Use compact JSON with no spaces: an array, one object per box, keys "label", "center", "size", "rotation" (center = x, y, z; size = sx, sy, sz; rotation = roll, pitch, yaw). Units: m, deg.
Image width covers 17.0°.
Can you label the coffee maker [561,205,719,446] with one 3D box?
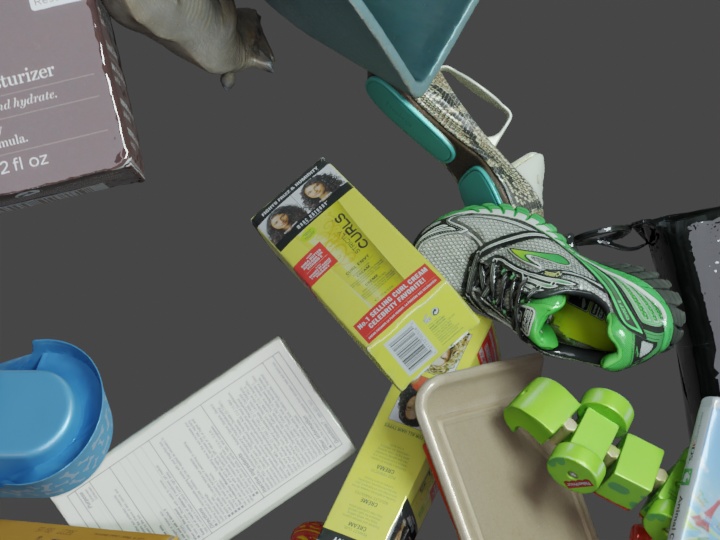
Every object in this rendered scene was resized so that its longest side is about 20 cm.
[{"label":"coffee maker","center":[0.264,0.053,1.720],"size":[0.192,0.135,0.200],"rotation":[-11,88,23]}]

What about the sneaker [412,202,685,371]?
[{"label":"sneaker","center":[0.120,0.011,1.662],"size":[0.200,0.085,0.078],"rotation":[20,115,27]}]

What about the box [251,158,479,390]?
[{"label":"box","center":[0.000,0.000,1.668],"size":[0.075,0.200,0.050],"rotation":[-40,129,-1]}]

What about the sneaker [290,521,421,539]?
[{"label":"sneaker","center":[0.043,0.227,1.736],"size":[0.200,0.077,0.073],"rotation":[20,123,12]}]

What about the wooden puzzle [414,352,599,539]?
[{"label":"wooden puzzle","center":[0.105,0.164,1.680],"size":[0.037,0.185,0.200],"rotation":[-18,85,30]}]

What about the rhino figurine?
[{"label":"rhino figurine","center":[-0.118,-0.183,1.687],"size":[0.060,0.200,0.087],"rotation":[-23,61,24]}]

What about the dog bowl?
[{"label":"dog bowl","center":[-0.266,0.109,1.700],"size":[0.200,0.050,0.112],"rotation":[-2,62,18]}]

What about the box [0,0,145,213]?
[{"label":"box","center":[-0.254,-0.144,1.681],"size":[0.166,0.164,0.200],"rotation":[-14,89,-1]}]

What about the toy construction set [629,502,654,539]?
[{"label":"toy construction set","center":[0.294,0.197,1.711],"size":[0.200,0.131,0.092],"rotation":[-1,134,-1]}]

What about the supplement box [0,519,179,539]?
[{"label":"supplement box","center":[-0.212,0.217,1.667],"size":[0.200,0.067,0.069],"rotation":[-2,111,37]}]

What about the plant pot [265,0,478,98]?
[{"label":"plant pot","center":[-0.018,-0.272,1.672],"size":[0.200,0.196,0.196],"rotation":[26,80,26]}]

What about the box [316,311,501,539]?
[{"label":"box","center":[0.036,0.125,1.693],"size":[0.050,0.075,0.200],"rotation":[19,66,18]}]

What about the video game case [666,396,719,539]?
[{"label":"video game case","center":[0.295,0.200,1.623],"size":[0.200,0.022,0.182],"rotation":[20,78,-22]}]

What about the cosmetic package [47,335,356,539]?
[{"label":"cosmetic package","center":[-0.112,0.143,1.725],"size":[0.200,0.073,0.104],"rotation":[-33,90,-1]}]

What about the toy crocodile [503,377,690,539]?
[{"label":"toy crocodile","center":[0.188,0.141,1.645],"size":[0.200,0.062,0.068],"rotation":[31,57,0]}]

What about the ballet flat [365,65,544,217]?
[{"label":"ballet flat","center":[0.087,-0.087,1.742],"size":[0.075,0.068,0.200],"rotation":[-37,88,-21]}]
